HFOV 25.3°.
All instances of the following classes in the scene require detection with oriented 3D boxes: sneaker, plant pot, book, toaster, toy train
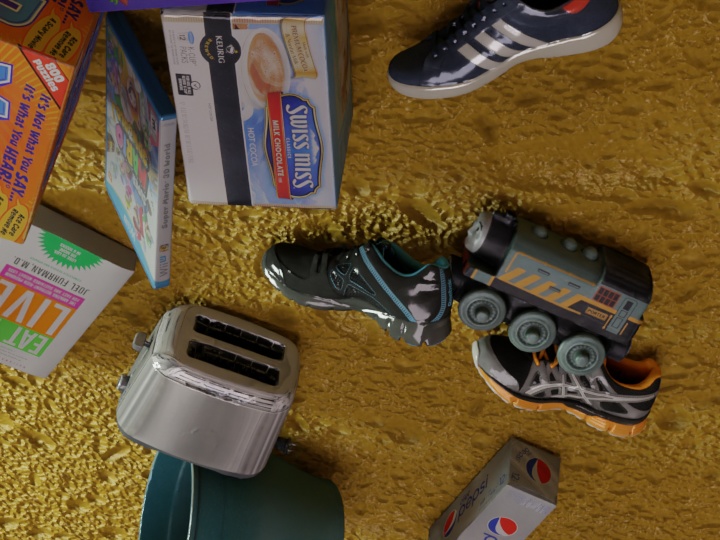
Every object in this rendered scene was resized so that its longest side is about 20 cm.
[{"bbox_3d":[0.000,0.000,1.499,0.198,0.073,0.083,17,117,21],"label":"sneaker"},{"bbox_3d":[-0.123,0.280,1.730,0.186,0.202,0.201,10,137,-20],"label":"plant pot"},{"bbox_3d":[0.203,0.096,1.569,0.198,0.079,0.078,16,128,-16],"label":"sneaker"},{"bbox_3d":[-0.328,0.020,1.611,0.133,0.048,0.200,27,131,-21],"label":"book"},{"bbox_3d":[-0.143,0.123,1.625,0.198,0.114,0.130,21,132,-8],"label":"toaster"},{"bbox_3d":[0.175,0.015,1.491,0.198,0.086,0.115,24,120,-9],"label":"toy train"},{"bbox_3d":[0.107,-0.205,1.291,0.198,0.075,0.085,-18,131,13],"label":"sneaker"}]

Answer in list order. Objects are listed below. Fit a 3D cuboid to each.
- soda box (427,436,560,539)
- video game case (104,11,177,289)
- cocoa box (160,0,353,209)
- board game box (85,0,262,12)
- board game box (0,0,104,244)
[{"bbox_3d":[0.141,0.269,1.746,0.063,0.069,0.201,24,133,-12],"label":"soda box"},{"bbox_3d":[-0.194,-0.103,1.401,0.018,0.144,0.201,-14,140,-21],"label":"video game case"},{"bbox_3d":[-0.078,-0.167,1.315,0.130,0.134,0.201,3,134,6],"label":"cocoa box"},{"bbox_3d":[-0.105,-0.260,1.229,0.198,0.135,0.045,-2,134,12],"label":"board game box"},{"bbox_3d":[-0.321,-0.185,1.294,0.198,0.201,0.201,18,134,-9],"label":"board game box"}]
